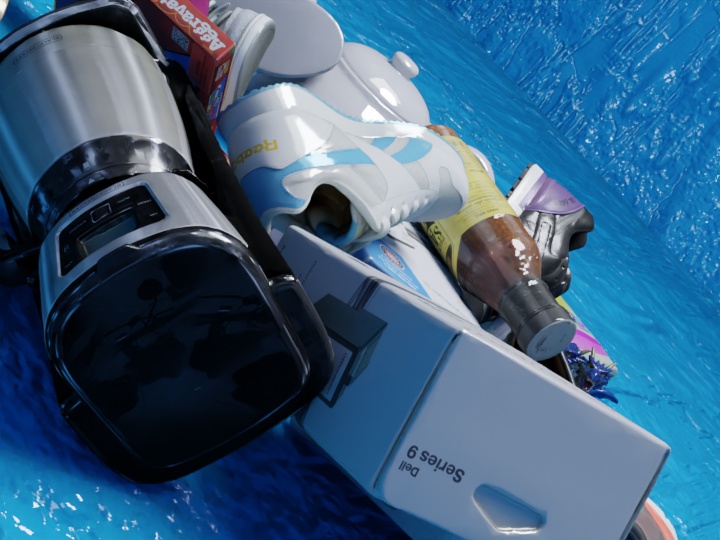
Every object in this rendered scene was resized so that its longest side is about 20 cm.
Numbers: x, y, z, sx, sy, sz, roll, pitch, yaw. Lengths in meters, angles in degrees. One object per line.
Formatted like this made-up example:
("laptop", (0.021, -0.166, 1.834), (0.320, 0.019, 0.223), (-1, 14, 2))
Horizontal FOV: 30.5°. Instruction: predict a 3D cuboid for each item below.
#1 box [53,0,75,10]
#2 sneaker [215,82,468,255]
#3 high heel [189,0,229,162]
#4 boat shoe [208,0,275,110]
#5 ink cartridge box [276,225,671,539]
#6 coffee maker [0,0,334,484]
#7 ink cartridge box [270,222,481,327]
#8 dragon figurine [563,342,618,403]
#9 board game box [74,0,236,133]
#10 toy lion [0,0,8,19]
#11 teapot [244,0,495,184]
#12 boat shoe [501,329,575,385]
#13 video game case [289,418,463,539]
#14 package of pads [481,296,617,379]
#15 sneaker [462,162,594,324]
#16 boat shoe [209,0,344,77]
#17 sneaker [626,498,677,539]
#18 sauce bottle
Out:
("box", (-0.164, -0.229, 0.908), (0.064, 0.202, 0.070), (8, 6, 18))
("sneaker", (-0.003, -0.047, 0.798), (0.199, 0.076, 0.082), (9, 59, -47))
("high heel", (-0.099, -0.113, 0.873), (0.201, 0.095, 0.068), (60, 2, -42))
("boat shoe", (-0.113, -0.149, 0.964), (0.064, 0.075, 0.202), (29, -9, -13))
("ink cartridge box", (0.037, 0.064, 0.668), (0.145, 0.085, 0.200), (29, 1, -29))
("coffee maker", (-0.093, -0.008, 0.645), (0.191, 0.135, 0.201), (30, 22, -44))
("ink cartridge box", (0.000, 0.000, 0.933), (0.145, 0.084, 0.201), (38, 17, -33))
("dragon figurine", (0.173, 0.101, 1.084), (0.059, 0.099, 0.200), (50, 11, 19))
("board game box", (-0.127, -0.108, 0.776), (0.103, 0.019, 0.200), (44, -25, 7))
("toy lion", (-0.227, -0.265, 0.842), (0.068, 0.192, 0.201), (31, 21, -37))
("teapot", (-0.002, -0.121, 1.124), (0.199, 0.146, 0.198), (34, 19, -34))
("boat shoe", (0.128, 0.128, 0.907), (0.071, 0.068, 0.202), (4, 52, -20))
("video game case", (0.074, 0.145, 0.746), (0.199, 0.024, 0.182), (28, 2, -31))
("package of pads", (0.136, 0.039, 1.210), (0.199, 0.068, 0.155), (22, 28, -54))
("sneaker", (0.127, 0.002, 1.084), (0.087, 0.200, 0.076), (35, -28, 6))
("boat shoe", (-0.109, -0.196, 1.063), (0.198, 0.069, 0.057), (12, -3, 2))
("sneaker", (0.152, 0.153, 0.966), (0.200, 0.077, 0.082), (47, 26, 15))
("sauce bottle", (0.087, -0.021, 0.950), (0.066, 0.066, 0.201), (27, 25, -47))
